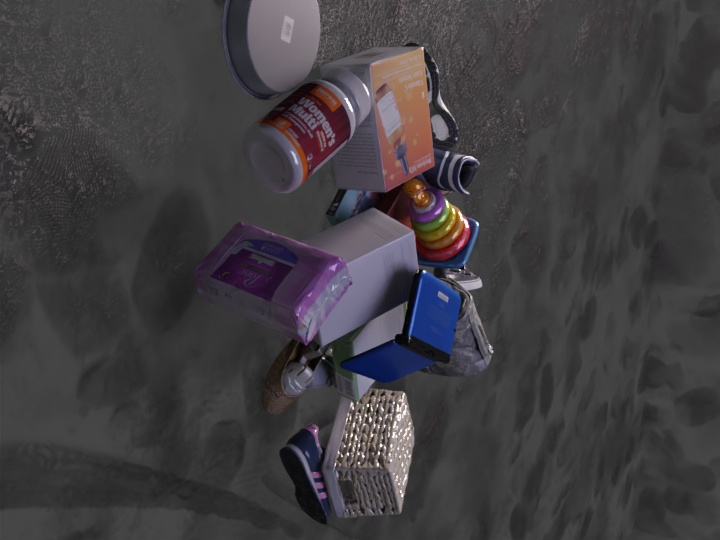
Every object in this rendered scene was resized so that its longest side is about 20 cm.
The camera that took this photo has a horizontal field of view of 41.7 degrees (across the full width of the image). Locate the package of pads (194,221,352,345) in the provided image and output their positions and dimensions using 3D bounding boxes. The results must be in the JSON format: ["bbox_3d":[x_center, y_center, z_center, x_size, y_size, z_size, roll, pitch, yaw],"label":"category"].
[{"bbox_3d":[-0.122,0.015,1.318,0.121,0.197,0.076,-51,144,-31],"label":"package of pads"}]

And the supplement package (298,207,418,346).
[{"bbox_3d":[-0.020,0.006,1.497,0.198,0.119,0.123,-26,125,-25],"label":"supplement package"}]

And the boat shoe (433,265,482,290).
[{"bbox_3d":[0.198,0.011,1.967,0.199,0.069,0.068,-6,87,-60],"label":"boat shoe"}]

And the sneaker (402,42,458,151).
[{"bbox_3d":[0.110,-0.314,1.722,0.076,0.089,0.203,-23,109,-7],"label":"sneaker"}]

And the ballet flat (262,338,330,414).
[{"bbox_3d":[-0.091,0.140,1.521,0.070,0.065,0.202,38,69,-30],"label":"ballet flat"}]

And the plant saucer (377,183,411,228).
[{"bbox_3d":[0.081,-0.096,1.735,0.201,0.036,0.202,-59,152,-32],"label":"plant saucer"}]

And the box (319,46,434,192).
[{"bbox_3d":[0.031,-0.248,1.540,0.152,0.105,0.204,-32,120,-46],"label":"box"}]

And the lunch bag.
[{"bbox_3d":[0.161,0.112,1.838,0.140,0.165,0.201,-58,144,-28],"label":"lunch bag"}]

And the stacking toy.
[{"bbox_3d":[0.123,-0.101,1.685,0.201,0.114,0.111,52,52,-46],"label":"stacking toy"}]

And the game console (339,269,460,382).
[{"bbox_3d":[0.069,0.096,1.539,0.200,0.116,0.174,31,70,-63],"label":"game console"}]

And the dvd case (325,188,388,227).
[{"bbox_3d":[0.013,-0.134,1.655,0.202,0.022,0.147,-64,146,-24],"label":"dvd case"}]

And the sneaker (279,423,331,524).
[{"bbox_3d":[-0.075,0.352,1.631,0.082,0.069,0.203,-48,139,-37],"label":"sneaker"}]

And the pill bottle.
[{"bbox_3d":[-0.075,-0.210,1.392,0.200,0.108,0.111,-46,137,-36],"label":"pill bottle"}]

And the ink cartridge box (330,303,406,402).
[{"bbox_3d":[0.029,0.104,1.597,0.200,0.047,0.147,-48,147,-35],"label":"ink cartridge box"}]

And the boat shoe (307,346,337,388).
[{"bbox_3d":[-0.035,0.155,1.633,0.201,0.064,0.076,-18,115,-55],"label":"boat shoe"}]

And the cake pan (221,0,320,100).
[{"bbox_3d":[-0.120,-0.345,1.352,0.199,0.036,0.204,-27,122,-53],"label":"cake pan"}]

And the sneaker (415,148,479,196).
[{"bbox_3d":[0.167,-0.166,1.705,0.200,0.107,0.071,28,79,-67],"label":"sneaker"}]

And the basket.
[{"bbox_3d":[0.019,0.316,1.664,0.202,0.121,0.137,-75,157,-50],"label":"basket"}]
